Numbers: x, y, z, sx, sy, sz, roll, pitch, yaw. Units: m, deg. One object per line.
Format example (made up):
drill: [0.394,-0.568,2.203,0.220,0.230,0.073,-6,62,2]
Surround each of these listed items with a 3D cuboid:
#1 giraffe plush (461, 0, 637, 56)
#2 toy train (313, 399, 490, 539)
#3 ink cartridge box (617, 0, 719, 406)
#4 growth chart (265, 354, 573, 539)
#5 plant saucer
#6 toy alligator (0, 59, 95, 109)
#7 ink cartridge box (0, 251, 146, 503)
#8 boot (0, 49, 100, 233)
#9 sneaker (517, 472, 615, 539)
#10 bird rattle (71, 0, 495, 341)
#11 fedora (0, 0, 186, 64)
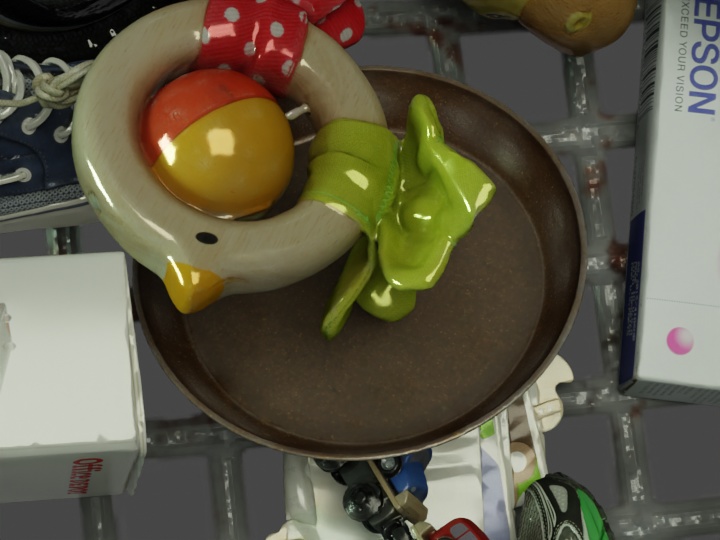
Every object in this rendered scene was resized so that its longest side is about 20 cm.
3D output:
giraffe plush: [0.102,-0.169,1.033,0.162,0.173,0.200,-44,69,5]
toy train: [0.039,0.129,0.980,0.046,0.034,0.200,-36,61,4]
ink cartridge box: [0.227,-0.029,1.090,0.199,0.043,0.197,6,77,-5]
growth chart: [0.025,0.063,1.053,0.144,0.018,0.201,5,78,-8]
plant saucer: [0.000,0.000,1.024,0.200,0.035,0.201,-2,59,3]
toy alligator: [-0.200,-0.060,0.931,0.200,0.059,0.054,-27,74,-24]
ink cartridge box: [-0.193,0.051,0.958,0.199,0.147,0.083,-3,77,-10]
boot: [-0.150,-0.065,1.004,0.199,0.090,0.073,-19,57,-8]
sneaker: [0.064,0.184,0.998,0.085,0.078,0.201,13,81,-3]
bird rattle: [-0.039,-0.066,0.941,0.163,0.113,0.200,-25,81,-27]
fedora: [-0.119,-0.179,1.012,0.200,0.092,0.201,-4,101,-23]
